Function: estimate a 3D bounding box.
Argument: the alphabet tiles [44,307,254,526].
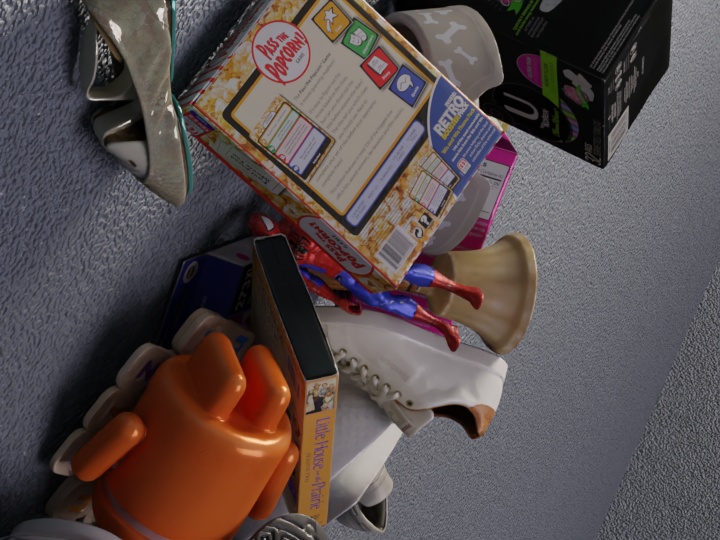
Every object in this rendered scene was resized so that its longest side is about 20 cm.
[{"bbox_3d":[-0.163,0.116,1.442,0.200,0.015,0.196,-52,157,3],"label":"alphabet tiles"}]

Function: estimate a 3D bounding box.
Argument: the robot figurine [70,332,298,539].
[{"bbox_3d":[-0.128,0.143,1.382,0.201,0.116,0.144,-59,162,22],"label":"robot figurine"}]

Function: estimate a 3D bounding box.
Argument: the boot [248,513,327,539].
[{"bbox_3d":[-0.118,0.273,1.430,0.200,0.066,0.165,-33,-159,56],"label":"boot"}]

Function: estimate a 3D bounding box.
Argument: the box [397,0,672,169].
[{"bbox_3d":[0.149,-0.206,1.582,0.125,0.199,0.149,-55,160,-19],"label":"box"}]

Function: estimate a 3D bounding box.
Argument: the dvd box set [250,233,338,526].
[{"bbox_3d":[-0.055,0.090,1.466,0.029,0.147,0.201,-12,140,-14],"label":"dvd box set"}]

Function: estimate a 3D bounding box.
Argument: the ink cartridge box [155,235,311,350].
[{"bbox_3d":[-0.095,0.020,1.517,0.200,0.037,0.095,-21,135,-59],"label":"ink cartridge box"}]

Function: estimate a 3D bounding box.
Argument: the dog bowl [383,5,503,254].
[{"bbox_3d":[0.043,-0.115,1.486,0.058,0.200,0.201,5,119,-23],"label":"dog bowl"}]

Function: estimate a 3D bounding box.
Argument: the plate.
[{"bbox_3d":[-0.059,0.218,1.693,0.199,0.032,0.200,-39,-178,20],"label":"plate"}]

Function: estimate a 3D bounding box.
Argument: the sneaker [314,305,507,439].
[{"bbox_3d":[0.025,0.088,1.561,0.073,0.199,0.085,132,-26,-68],"label":"sneaker"}]

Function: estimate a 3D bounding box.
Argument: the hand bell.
[{"bbox_3d":[0.035,0.005,1.548,0.104,0.199,0.105,-171,-90,-69],"label":"hand bell"}]

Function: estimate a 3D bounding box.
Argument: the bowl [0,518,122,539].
[{"bbox_3d":[-0.214,0.237,1.326,0.201,0.200,0.095,82,15,-59],"label":"bowl"}]

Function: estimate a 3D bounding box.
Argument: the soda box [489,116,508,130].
[{"bbox_3d":[0.124,-0.188,1.742,0.201,0.068,0.064,-60,161,-7],"label":"soda box"}]

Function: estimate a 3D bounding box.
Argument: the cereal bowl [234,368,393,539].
[{"bbox_3d":[-0.057,0.145,1.648,0.200,0.083,0.200,-39,-179,1],"label":"cereal bowl"}]

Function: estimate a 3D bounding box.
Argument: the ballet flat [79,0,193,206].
[{"bbox_3d":[-0.149,-0.113,1.191,0.062,0.068,0.201,-22,141,-19],"label":"ballet flat"}]

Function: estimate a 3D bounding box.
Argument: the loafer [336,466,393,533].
[{"bbox_3d":[0.004,0.212,1.958,0.070,0.070,0.200,-52,158,-27],"label":"loafer"}]

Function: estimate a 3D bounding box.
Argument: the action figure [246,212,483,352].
[{"bbox_3d":[0.000,0.000,1.484,0.066,0.199,0.052,-61,-167,19],"label":"action figure"}]

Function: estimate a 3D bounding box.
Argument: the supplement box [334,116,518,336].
[{"bbox_3d":[0.053,-0.043,1.652,0.101,0.103,0.201,-109,-141,-67],"label":"supplement box"}]

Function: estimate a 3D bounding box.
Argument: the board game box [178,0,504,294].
[{"bbox_3d":[-0.014,-0.105,1.331,0.152,0.200,0.046,-54,-163,-20],"label":"board game box"}]
